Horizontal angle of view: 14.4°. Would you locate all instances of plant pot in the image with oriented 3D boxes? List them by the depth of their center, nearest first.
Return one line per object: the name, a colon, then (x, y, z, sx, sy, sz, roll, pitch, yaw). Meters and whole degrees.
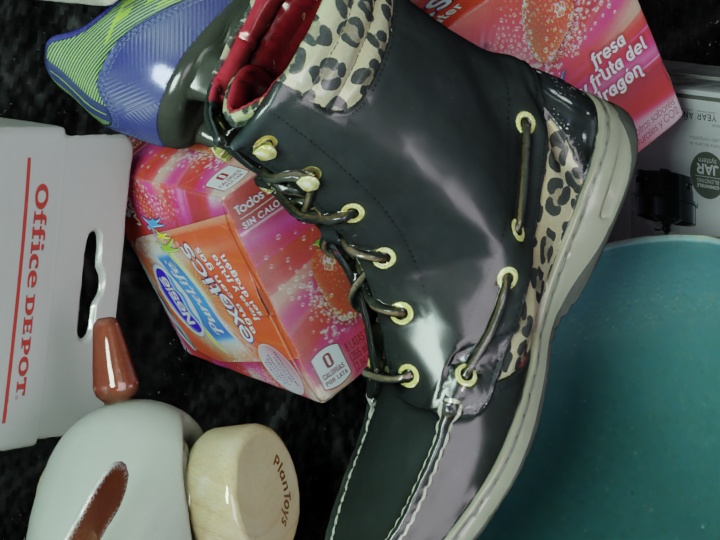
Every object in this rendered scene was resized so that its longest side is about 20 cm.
plant pot: (0.113, 0.106, 1.071, 0.200, 0.200, 0.135, -49, 132, -17)

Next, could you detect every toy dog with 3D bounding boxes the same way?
toy dog: (-0.099, 0.083, 0.949, 0.131, 0.200, 0.097, -17, 103, 10)

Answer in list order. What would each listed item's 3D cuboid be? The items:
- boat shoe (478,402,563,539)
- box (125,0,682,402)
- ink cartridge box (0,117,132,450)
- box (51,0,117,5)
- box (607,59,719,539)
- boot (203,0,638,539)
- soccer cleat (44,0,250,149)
boat shoe: (0.028, 0.095, 1.156, 0.070, 0.071, 0.201, 23, 85, -19)
box: (0.012, -0.050, 1.094, 0.200, 0.100, 0.096, -38, 118, -23)
ink cartridge box: (-0.165, 0.004, 0.977, 0.200, 0.068, 0.117, -4, 102, -60)
box: (-0.125, -0.198, 0.986, 0.095, 0.078, 0.200, -45, 120, -21)
box: (0.140, 0.018, 1.187, 0.060, 0.116, 0.201, -9, 102, -35)
boot: (0.000, -0.001, 0.991, 0.153, 0.073, 0.204, 32, 76, -32)
soccer cleat: (-0.044, -0.129, 1.063, 0.201, 0.083, 0.065, -56, 160, -31)
